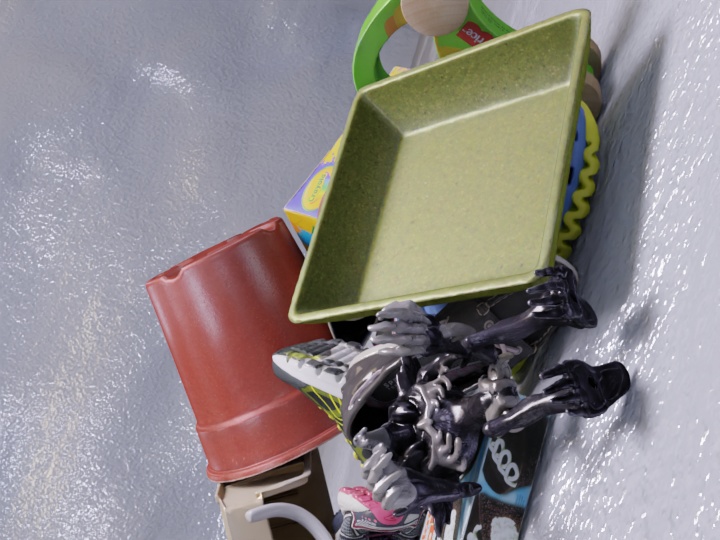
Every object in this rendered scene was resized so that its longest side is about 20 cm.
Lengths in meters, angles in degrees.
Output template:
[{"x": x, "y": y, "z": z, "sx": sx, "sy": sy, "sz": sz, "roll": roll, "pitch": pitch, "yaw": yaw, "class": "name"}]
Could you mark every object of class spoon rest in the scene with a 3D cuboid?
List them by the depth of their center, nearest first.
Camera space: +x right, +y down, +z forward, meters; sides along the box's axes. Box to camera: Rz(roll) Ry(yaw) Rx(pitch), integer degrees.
[{"x": -0.032, "y": 0.284, "z": 0.827, "sx": 0.202, "sy": 0.060, "sz": 0.099, "roll": 66, "pitch": 164, "yaw": 8, "class": "spoon rest"}]

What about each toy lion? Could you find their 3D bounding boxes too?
[{"x": 0.076, "y": -0.124, "z": 0.763, "sx": 0.192, "sy": 0.199, "sz": 0.069, "roll": -43, "pitch": 23, "yaw": 39, "class": "toy lion"}]

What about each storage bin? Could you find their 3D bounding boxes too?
[{"x": -0.068, "y": 0.278, "z": 0.971, "sx": 0.199, "sy": 0.092, "sz": 0.203, "roll": -117, "pitch": 14, "yaw": -84, "class": "storage bin"}]

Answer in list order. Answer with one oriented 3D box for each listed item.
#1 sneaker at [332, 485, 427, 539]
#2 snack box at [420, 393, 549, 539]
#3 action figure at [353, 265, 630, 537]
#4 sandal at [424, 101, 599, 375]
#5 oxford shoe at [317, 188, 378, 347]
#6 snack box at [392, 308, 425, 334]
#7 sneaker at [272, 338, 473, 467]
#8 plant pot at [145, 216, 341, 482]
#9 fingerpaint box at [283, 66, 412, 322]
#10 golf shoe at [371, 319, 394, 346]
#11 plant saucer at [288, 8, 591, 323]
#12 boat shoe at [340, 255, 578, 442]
[{"x": 0.018, "y": 0.229, "z": 0.837, "sx": 0.201, "sy": 0.079, "sz": 0.076, "roll": 99, "pitch": 172, "yaw": -62, "class": "sneaker"}, {"x": 0.063, "y": 0.179, "z": 0.628, "sx": 0.116, "sy": 0.037, "sz": 0.203, "roll": 125, "pitch": 162, "yaw": -78, "class": "snack box"}, {"x": 0.045, "y": 0.072, "z": 0.547, "sx": 0.200, "sy": 0.101, "sz": 0.120, "roll": -40, "pitch": 47, "yaw": 45, "class": "action figure"}, {"x": 0.102, "y": -0.027, "z": 0.688, "sx": 0.080, "sy": 0.086, "sz": 0.202, "roll": -83, "pitch": 13, "yaw": -81, "class": "sandal"}, {"x": 0.000, "y": 0.000, "z": 0.847, "sx": 0.201, "sy": 0.070, "sz": 0.075, "roll": 88, "pitch": 180, "yaw": -55, "class": "oxford shoe"}, {"x": 0.066, "y": 0.016, "z": 0.783, "sx": 0.024, "sy": 0.071, "sz": 0.202, "roll": -97, "pitch": 11, "yaw": -52, "class": "snack box"}, {"x": 0.003, "y": 0.117, "z": 0.787, "sx": 0.074, "sy": 0.198, "sz": 0.086, "roll": -13, "pitch": -63, "yaw": -50, "class": "sneaker"}, {"x": -0.101, "y": 0.067, "z": 0.965, "sx": 0.201, "sy": 0.199, "sz": 0.197, "roll": -103, "pitch": -12, "yaw": -83, "class": "plant pot"}, {"x": 0.034, "y": -0.070, "z": 0.988, "sx": 0.201, "sy": 0.073, "sz": 0.168, "roll": -53, "pitch": -40, "yaw": -24, "class": "fingerpaint box"}, {"x": 0.070, "y": 0.007, "z": 0.946, "sx": 0.076, "sy": 0.090, "sz": 0.202, "roll": 112, "pitch": 176, "yaw": -59, "class": "golf shoe"}, {"x": 0.061, "y": -0.054, "z": 0.646, "sx": 0.198, "sy": 0.048, "sz": 0.202, "roll": -12, "pitch": 52, "yaw": 41, "class": "plant saucer"}, {"x": 0.062, "y": 0.060, "z": 0.654, "sx": 0.199, "sy": 0.067, "sz": 0.057, "roll": -34, "pitch": 28, "yaw": 36, "class": "boat shoe"}]
